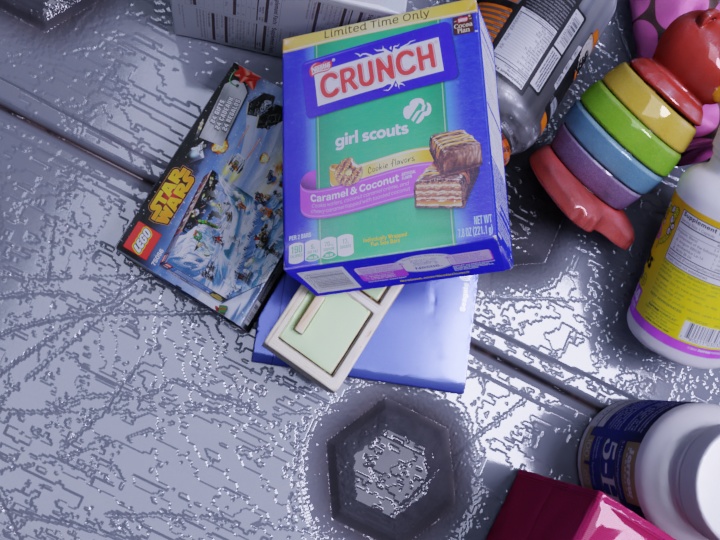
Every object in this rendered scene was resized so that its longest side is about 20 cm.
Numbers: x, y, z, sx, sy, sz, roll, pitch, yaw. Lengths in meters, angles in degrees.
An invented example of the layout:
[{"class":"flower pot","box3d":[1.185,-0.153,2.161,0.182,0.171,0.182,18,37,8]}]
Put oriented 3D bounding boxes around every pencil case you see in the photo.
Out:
[{"class":"pencil case","box3d":[0.312,-0.204,0.853,0.092,0.090,0.205,-7,87,23]}]

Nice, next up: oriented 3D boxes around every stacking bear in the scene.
[{"class":"stacking bear","box3d":[0.254,-0.137,0.786,0.201,0.120,0.115,-49,52,23]}]

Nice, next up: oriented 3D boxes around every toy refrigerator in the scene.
[{"class":"toy refrigerator","box3d":[0.000,0.000,0.771,0.075,0.070,0.202,34,80,-3]}]

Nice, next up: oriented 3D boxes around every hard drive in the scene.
[{"class":"hard drive","box3d":[0.007,0.032,0.817,0.195,0.025,0.135,9,82,-7]}]

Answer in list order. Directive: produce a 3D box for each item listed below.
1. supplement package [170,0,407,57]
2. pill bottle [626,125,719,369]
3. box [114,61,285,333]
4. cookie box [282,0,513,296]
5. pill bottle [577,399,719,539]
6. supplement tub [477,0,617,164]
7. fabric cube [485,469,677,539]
[{"class":"supplement package","box3d":[-0.057,-0.285,0.781,0.196,0.151,0.155,11,81,-7]},{"class":"pill bottle","box3d":[0.315,-0.023,0.784,0.102,0.105,0.203,10,117,-7]},{"class":"box","box3d":[-0.106,-0.067,0.789,0.135,0.040,0.202,29,80,11]},{"class":"cookie box","box3d":[0.026,-0.096,0.707,0.167,0.075,0.204,-8,69,16]},{"class":"pill bottle","box3d":[0.273,0.172,0.751,0.117,0.200,0.123,1,82,-8]},{"class":"supplement tub","box3d":[0.138,-0.195,0.814,0.121,0.123,0.202,34,80,-3]},{"class":"fabric cube","box3d":[0.192,0.308,0.723,0.194,0.200,0.202,32,79,-2]}]
